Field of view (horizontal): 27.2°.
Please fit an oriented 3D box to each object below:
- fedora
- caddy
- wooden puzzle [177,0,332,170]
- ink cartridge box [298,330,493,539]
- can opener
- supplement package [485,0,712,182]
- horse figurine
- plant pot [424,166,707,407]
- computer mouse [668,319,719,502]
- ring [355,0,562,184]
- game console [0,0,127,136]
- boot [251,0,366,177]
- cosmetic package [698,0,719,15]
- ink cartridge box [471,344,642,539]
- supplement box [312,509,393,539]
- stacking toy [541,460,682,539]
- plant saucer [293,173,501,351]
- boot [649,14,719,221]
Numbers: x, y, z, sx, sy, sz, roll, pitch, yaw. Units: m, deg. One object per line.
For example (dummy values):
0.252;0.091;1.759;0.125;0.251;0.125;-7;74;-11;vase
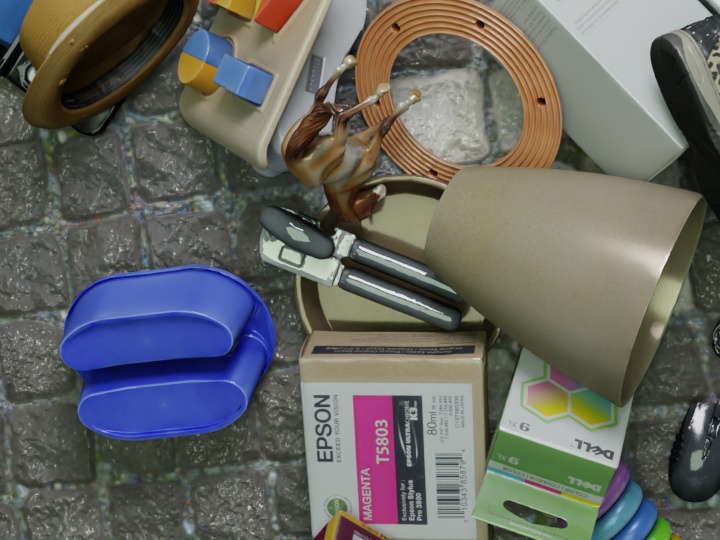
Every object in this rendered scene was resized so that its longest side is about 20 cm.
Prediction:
-0.230;-0.213;1.288;0.201;0.201;0.082;-45;81;9;fedora
-0.178;0.071;1.358;0.199;0.105;0.142;-6;117;8;caddy
-0.099;-0.206;1.292;0.046;0.185;0.201;15;101;-33;wooden puzzle
0.034;0.158;1.328;0.164;0.075;0.201;-2;107;8;ink cartridge box
0.000;0.000;1.317;0.200;0.066;0.053;22;98;2;can opener
0.214;-0.185;1.255;0.200;0.117;0.117;47;67;3;supplement package
-0.013;-0.107;1.241;0.050;0.200;0.133;45;104;21;horse figurine
0.163;-0.011;1.248;0.200;0.187;0.188;23;97;18;plant pot
0.324;0.113;1.322;0.058;0.034;0.201;17;96;7;computer mouse
0.085;-0.150;1.293;0.200;0.019;0.201;19;132;22;ring
-0.268;-0.247;1.338;0.176;0.116;0.200;37;99;4;game console
-0.057;-0.182;1.330;0.073;0.096;0.201;22;72;-23;boot
0.333;-0.235;1.257;0.081;0.113;0.200;-44;90;8;cosmetic package
0.170;0.134;1.268;0.104;0.200;0.059;18;136;6;ink cartridge box
-0.023;0.332;1.311;0.131;0.103;0.200;30;119;-10;supplement box
0.254;0.249;1.322;0.200;0.085;0.085;45;99;-1;stacking toy
0.039;0.011;1.355;0.199;0.029;0.201;1;96;9;plant saucer
0.331;-0.124;1.163;0.154;0.073;0.204;-31;104;-12;boot
